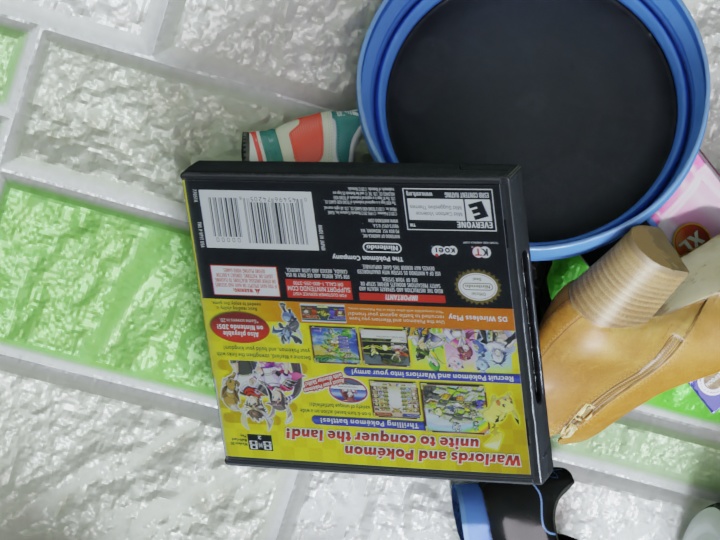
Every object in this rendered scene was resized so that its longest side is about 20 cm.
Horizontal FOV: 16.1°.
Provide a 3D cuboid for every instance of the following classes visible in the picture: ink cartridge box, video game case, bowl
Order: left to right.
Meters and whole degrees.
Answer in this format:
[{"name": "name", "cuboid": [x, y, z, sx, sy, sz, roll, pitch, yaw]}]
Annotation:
[{"name": "video game case", "cuboid": [0.004, 0.028, 1.424, 0.199, 0.025, 0.182, 2, 112, 24]}, {"name": "bowl", "cuboid": [0.097, -0.099, 1.443, 0.199, 0.039, 0.202, -1, 69, 1]}, {"name": "ink cartridge box", "cuboid": [0.188, -0.014, 1.521, 0.095, 0.037, 0.200, -38, 101, 10]}]

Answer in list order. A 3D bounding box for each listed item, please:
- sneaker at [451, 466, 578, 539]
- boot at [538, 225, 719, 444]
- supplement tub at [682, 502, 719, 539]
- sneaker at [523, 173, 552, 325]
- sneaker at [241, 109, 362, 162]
[{"name": "sneaker", "cuboid": [0.111, 0.217, 1.578, 0.077, 0.070, 0.201, -12, 108, -2]}, {"name": "boot", "cuboid": [0.176, 0.046, 1.473, 0.200, 0.071, 0.144, 12, 130, -38]}, {"name": "supplement tub", "cuboid": [0.303, 0.213, 1.589, 0.198, 0.123, 0.123, 7, 105, -13]}, {"name": "sneaker", "cuboid": [0.076, 0.028, 1.516, 0.079, 0.074, 0.201, 4, 119, 15]}, {"name": "sneaker", "cuboid": [0.000, -0.001, 1.490, 0.093, 0.070, 0.201, -20, 106, 1]}]
